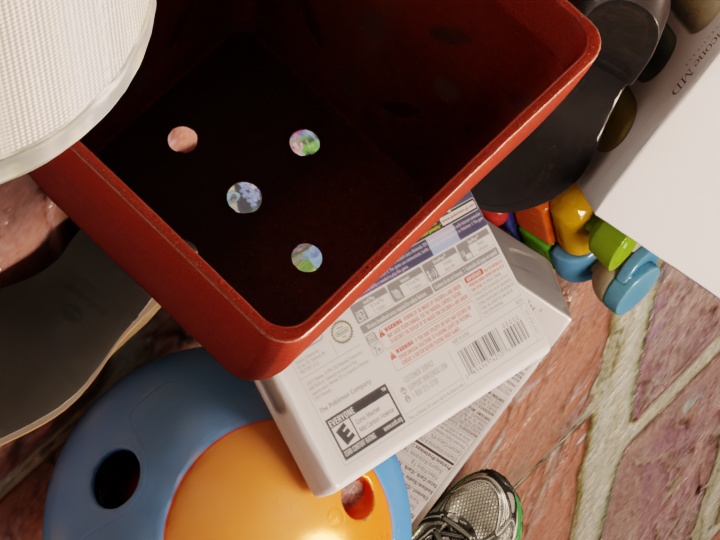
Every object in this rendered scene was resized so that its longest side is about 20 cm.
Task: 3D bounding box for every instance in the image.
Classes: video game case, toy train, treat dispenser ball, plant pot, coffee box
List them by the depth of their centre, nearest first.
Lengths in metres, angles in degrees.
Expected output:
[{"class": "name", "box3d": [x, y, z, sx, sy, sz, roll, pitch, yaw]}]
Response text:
[{"class": "plant pot", "box3d": [-0.043, -0.066, 1.100, 0.200, 0.200, 0.176, -43, 169, -21]}, {"class": "video game case", "box3d": [0.000, 0.000, 1.321, 0.023, 0.183, 0.200, -26, -178, 44]}, {"class": "treat dispenser ball", "box3d": [-0.071, 0.141, 1.348, 0.201, 0.201, 0.201, -43, 158, -22]}, {"class": "coffee box", "box3d": [0.039, 0.071, 1.568, 0.200, 0.080, 0.113, -54, -167, 14]}, {"class": "toy train", "box3d": [0.132, -0.045, 1.593, 0.085, 0.116, 0.200, -48, 160, -10]}]

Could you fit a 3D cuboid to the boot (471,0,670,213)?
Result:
[{"class": "boot", "box3d": [0.125, -0.147, 1.453, 0.200, 0.068, 0.189, -71, -172, -51]}]

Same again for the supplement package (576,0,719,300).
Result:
[{"class": "supplement package", "box3d": [0.216, -0.091, 1.472, 0.152, 0.150, 0.200, -52, -159, 15]}]

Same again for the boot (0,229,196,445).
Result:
[{"class": "boot", "box3d": [-0.156, 0.042, 1.204, 0.200, 0.074, 0.076, -40, 167, -35]}]

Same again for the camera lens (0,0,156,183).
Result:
[{"class": "camera lens", "box3d": [-0.149, -0.131, 0.790, 0.160, 0.160, 0.200, -43, 158, -23]}]

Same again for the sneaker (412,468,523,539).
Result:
[{"class": "sneaker", "box3d": [0.054, 0.242, 1.959, 0.200, 0.078, 0.085, -54, 159, 6]}]
